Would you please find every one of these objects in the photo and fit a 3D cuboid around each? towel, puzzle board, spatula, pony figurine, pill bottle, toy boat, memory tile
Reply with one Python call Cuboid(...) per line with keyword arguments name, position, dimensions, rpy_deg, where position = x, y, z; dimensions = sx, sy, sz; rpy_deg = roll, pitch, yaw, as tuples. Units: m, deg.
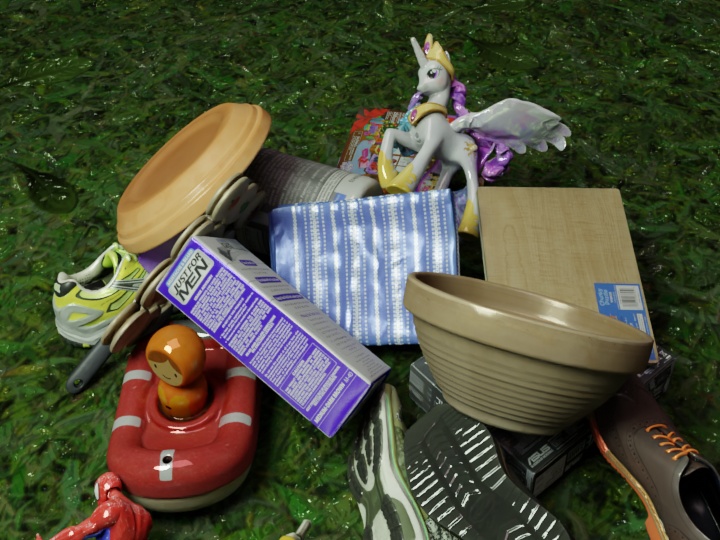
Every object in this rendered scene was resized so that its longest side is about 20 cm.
Cuboid(name="towel", position=(0.000, 0.000, 0.841), dimensions=(0.197, 0.148, 0.024), rpy_deg=(-4, -4, 23))
Cuboid(name="puzzle board", position=(0.192, 0.003, 0.832), dimensions=(0.148, 0.018, 0.203), rpy_deg=(1, 56, -3))
Cuboid(name="spatula", position=(-0.227, 0.037, 0.863), dimensions=(0.020, 0.057, 0.201), rpy_deg=(12, 62, 48))
Cuboid(name="pony figurine", position=(0.107, -0.134, 0.940), dimensions=(0.166, 0.192, 0.203), rpy_deg=(-16, 52, 53))
Cuboid(name="pill bottle", position=(-0.083, -0.070, 0.954), dimensions=(0.197, 0.115, 0.114), rpy_deg=(18, 46, 20))
Cuboid(name="toy boat", position=(-0.155, 0.104, 0.757), dimensions=(0.128, 0.132, 0.202), rpy_deg=(-3, 42, 0))
Cuboid(name="memory tile", position=(-0.163, -0.006, 0.827), dimensions=(0.017, 0.153, 0.201), rpy_deg=(39, 89, 3))

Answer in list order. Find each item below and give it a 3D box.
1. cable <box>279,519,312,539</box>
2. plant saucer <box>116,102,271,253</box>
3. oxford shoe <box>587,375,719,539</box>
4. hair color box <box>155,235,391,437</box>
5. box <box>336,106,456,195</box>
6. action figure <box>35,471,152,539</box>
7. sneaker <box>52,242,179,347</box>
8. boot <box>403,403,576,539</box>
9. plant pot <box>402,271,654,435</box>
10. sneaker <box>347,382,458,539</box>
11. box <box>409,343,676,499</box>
Cuboid(name="cable", position=(-0.077, 0.271, 0.616), dimensions=(0.199, 0.050, 0.098), rpy_deg=(-31, 84, -37))
Cuboid(name="plant saucer", position=(-0.176, -0.102, 0.872), dimensions=(0.199, 0.038, 0.201), rpy_deg=(-32, 28, 20))
Cuboid(name="oxford shoe", position=(0.247, 0.148, 0.696), dimensions=(0.070, 0.073, 0.202), rpy_deg=(-14, 62, -22))
Cuboid(name="hair color box", position=(-0.073, 0.054, 0.772), dimensions=(0.199, 0.109, 0.065), rpy_deg=(40, 97, 9))
Cuboid(name="box", position=(0.043, -0.127, 1.066), dimensions=(0.134, 0.040, 0.202), rpy_deg=(7, 44, 9))
Cuboid(name="action figure", position=(-0.192, 0.252, 0.642), dimensions=(0.098, 0.065, 0.202), rpy_deg=(-28, 55, 12))
Cuboid(name="sneaker", position=(-0.226, 0.005, 0.907), dimensions=(0.199, 0.077, 0.075), rpy_deg=(-33, 48, -32))
Cuboid(name="boot", position=(0.116, 0.202, 0.665), dimensions=(0.077, 0.139, 0.200), rpy_deg=(-40, 35, 2))
Cuboid(name="plant pot", position=(0.123, 0.070, 0.694), dimensions=(0.197, 0.094, 0.201), rpy_deg=(14, 7, -2))
Cuboid(name="sneaker", position=(0.044, 0.184, 0.726), dimensions=(0.087, 0.077, 0.202), rpy_deg=(15, 38, -22))
Cuboid(name="box", position=(0.168, 0.100, 0.806), dimensions=(0.198, 0.050, 0.157), rpy_deg=(-30, 49, -27))
